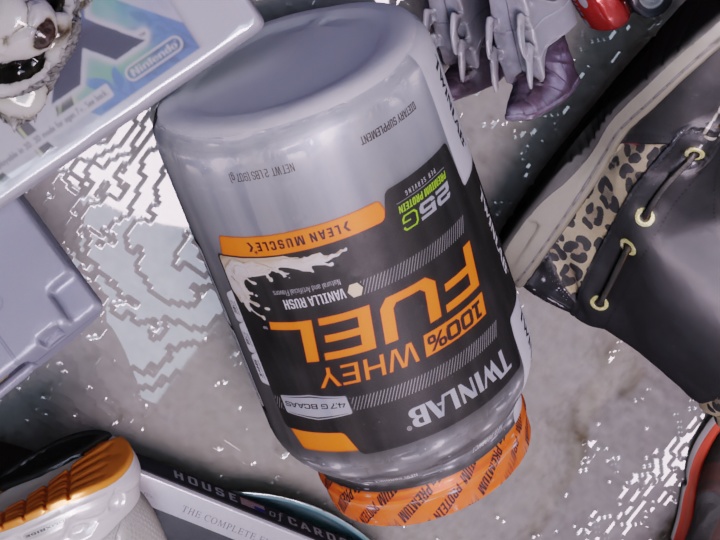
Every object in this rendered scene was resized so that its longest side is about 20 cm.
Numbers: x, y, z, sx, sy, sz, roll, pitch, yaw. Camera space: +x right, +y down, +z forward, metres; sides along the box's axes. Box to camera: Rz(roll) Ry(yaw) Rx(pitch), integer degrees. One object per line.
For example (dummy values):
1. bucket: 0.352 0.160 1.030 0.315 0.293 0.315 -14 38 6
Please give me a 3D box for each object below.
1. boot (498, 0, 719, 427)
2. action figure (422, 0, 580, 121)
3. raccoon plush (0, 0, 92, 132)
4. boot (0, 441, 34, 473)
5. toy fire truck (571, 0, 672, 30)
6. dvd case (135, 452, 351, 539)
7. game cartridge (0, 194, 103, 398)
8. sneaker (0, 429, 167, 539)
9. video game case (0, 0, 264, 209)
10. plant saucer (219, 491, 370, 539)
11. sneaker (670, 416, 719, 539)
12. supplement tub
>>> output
1. boot: 0.166 -0.028 0.922 0.153 0.074 0.204 38 125 -3
2. action figure: 0.047 -0.168 0.883 0.069 0.129 0.202 -32 118 -42
3. raccoon plush: -0.188 -0.137 0.836 0.097 0.200 0.134 -51 147 15
4. boot: -0.215 0.180 0.962 0.184 0.064 0.202 -5 106 3
5. toy fire truck: 0.146 -0.212 0.917 0.199 0.049 0.142 -35 109 2
6. dvd case: -0.088 0.195 0.984 0.149 0.025 0.201 23 102 -16
7. game cartridge: -0.222 0.025 0.898 0.199 0.041 0.134 -38 84 0
8. sneaker: -0.165 0.150 0.886 0.199 0.076 0.092 -25 111 8
9. video game case: -0.169 -0.119 0.869 0.199 0.022 0.183 -34 89 1
10. plant saucer: -0.066 0.193 1.014 0.198 0.027 0.202 -3 108 -9
11. sneaker: 0.181 0.142 1.015 0.077 0.082 0.201 25 101 -17
12. supplement tub: 0.000 0.000 0.911 0.122 0.123 0.201 -23 116 -3
